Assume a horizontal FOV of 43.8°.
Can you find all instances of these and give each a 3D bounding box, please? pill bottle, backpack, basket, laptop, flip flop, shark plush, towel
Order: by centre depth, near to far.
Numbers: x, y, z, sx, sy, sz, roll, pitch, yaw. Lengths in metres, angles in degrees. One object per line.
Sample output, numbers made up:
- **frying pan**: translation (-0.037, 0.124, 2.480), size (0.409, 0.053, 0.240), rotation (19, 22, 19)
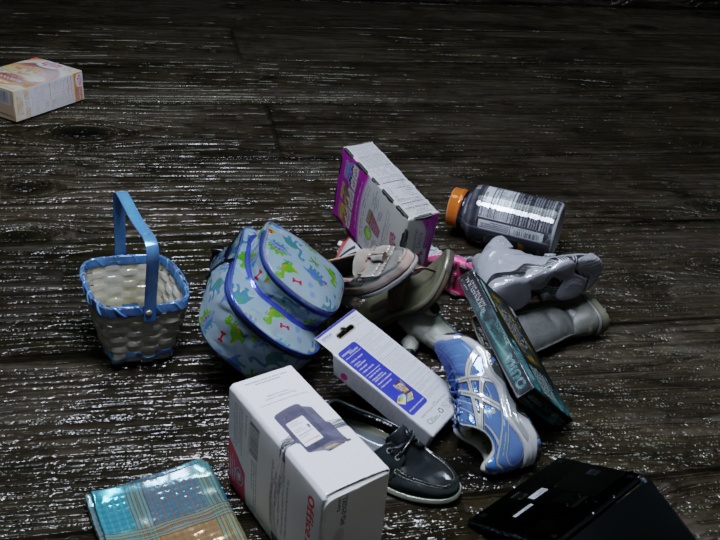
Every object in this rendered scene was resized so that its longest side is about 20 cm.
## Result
- **towel**: translation (-0.199, 0.287, 0.958), size (0.146, 0.022, 0.200), rotation (-12, 34, -26)
- **laptop**: translation (0.257, 0.306, 1.007), size (0.177, 0.104, 0.200), rotation (-21, 13, -38)
- **backpack**: translation (-0.122, 0.043, 1.221), size (0.183, 0.147, 0.200), rotation (38, 30, -19)
- **basket**: translation (-0.311, 0.011, 1.232), size (0.138, 0.201, 0.176), rotation (-10, 34, -24)
- **flip flop**: translation (0.058, 0.025, 1.296), size (0.058, 0.200, 0.081), rotation (38, 48, -24)
- **shark plush**: translation (0.094, 0.078, 1.353), size (0.083, 0.091, 0.200), rotation (20, 8, -25)
- **pill bottle**: translation (0.254, -0.092, 1.593), size (0.199, 0.107, 0.106), rotation (15, 32, 18)

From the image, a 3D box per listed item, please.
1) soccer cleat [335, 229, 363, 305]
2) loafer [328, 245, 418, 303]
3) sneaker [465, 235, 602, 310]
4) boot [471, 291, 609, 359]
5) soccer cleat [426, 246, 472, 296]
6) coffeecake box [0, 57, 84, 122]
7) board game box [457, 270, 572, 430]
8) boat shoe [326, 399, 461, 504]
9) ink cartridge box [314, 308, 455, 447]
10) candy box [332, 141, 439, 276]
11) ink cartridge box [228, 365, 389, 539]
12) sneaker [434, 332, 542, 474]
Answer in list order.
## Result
- **soccer cleat**: translation (-0.010, -0.009, 1.457), size (0.085, 0.069, 0.200), rotation (23, 37, 13)
- **loafer**: translation (0.000, 0.000, 1.283), size (0.200, 0.063, 0.072), rotation (-21, 29, 53)
- **sneaker**: translation (0.258, -0.007, 1.354), size (0.199, 0.075, 0.115), rotation (-14, 38, -17)
- **boot**: translation (0.257, 0.064, 1.378), size (0.199, 0.073, 0.182), rotation (-16, 34, -20)
- **soccer cleat**: translation (0.123, -0.013, 1.473), size (0.199, 0.070, 0.086), rotation (14, 31, 15)
- **coffeecake box**: translation (-0.751, -0.410, 2.017), size (0.153, 0.073, 0.200), rotation (19, 32, 24)
- **board game box**: translation (0.204, 0.104, 1.189), size (0.028, 0.135, 0.201), rotation (-35, 49, 15)
- **boat shoe**: translation (0.034, 0.210, 1.078), size (0.199, 0.066, 0.074), rotation (25, 35, 31)
- **ink cartridge box**: translation (0.037, 0.139, 1.176), size (0.200, 0.037, 0.095), rotation (40, 41, 14)
- **candy box**: translation (0.035, -0.090, 1.409), size (0.061, 0.137, 0.200), rotation (-15, 47, -27)
- **ink cartridge box**: translation (-0.062, 0.222, 0.965), size (0.084, 0.145, 0.200), rotation (-15, 36, -31)
- **sneaker**: translation (0.145, 0.163, 1.126), size (0.077, 0.076, 0.200), rotation (-21, 60, -22)
